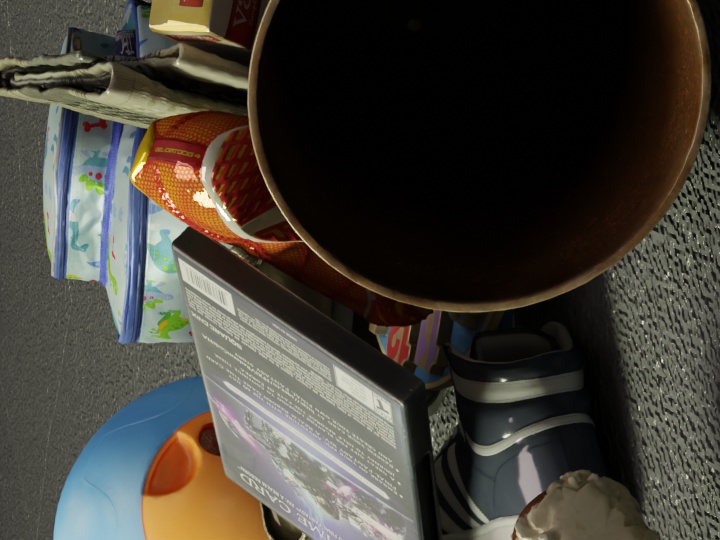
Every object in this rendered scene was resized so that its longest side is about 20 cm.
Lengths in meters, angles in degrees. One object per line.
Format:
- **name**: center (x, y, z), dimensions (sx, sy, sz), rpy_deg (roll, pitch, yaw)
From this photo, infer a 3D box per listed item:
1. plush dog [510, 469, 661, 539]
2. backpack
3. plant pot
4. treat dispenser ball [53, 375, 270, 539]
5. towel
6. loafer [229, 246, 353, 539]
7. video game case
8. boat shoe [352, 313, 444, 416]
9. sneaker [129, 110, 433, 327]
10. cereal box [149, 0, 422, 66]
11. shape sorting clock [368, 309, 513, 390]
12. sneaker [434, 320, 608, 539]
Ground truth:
- **plush dog**: center (0.127, 0.203, 1.038), dimensions (0.172, 0.159, 0.201), rpy_deg (81, -162, -48)
- **backpack**: center (-0.131, -0.054, 1.648), dimensions (0.201, 0.146, 0.184), rpy_deg (-100, 13, -46)
- **plant pot**: center (0.040, -0.107, 1.110), dimensions (0.200, 0.186, 0.188), rpy_deg (-102, 11, -68)
- **treat dispenser ball**: center (-0.084, 0.163, 1.538), dimensions (0.201, 0.200, 0.202), rpy_deg (173, 90, -73)
- **towel**: center (-0.065, -0.081, 1.246), dimensions (0.192, 0.199, 0.035), rpy_deg (11, 90, 64)
- **loafer**: center (-0.045, 0.062, 1.363), dimensions (0.075, 0.069, 0.201), rpy_deg (21, 119, 53)
- **video game case**: center (-0.021, 0.077, 1.219), dimensions (0.143, 0.019, 0.200), rpy_deg (33, 154, 26)
- **boat shoe**: center (0.000, 0.000, 1.419), dimensions (0.202, 0.071, 0.061), rpy_deg (-111, 18, -45)
- **sneaker**: center (-0.025, -0.029, 1.178), dimensions (0.077, 0.200, 0.073), rpy_deg (16, 79, 40)
- **cereal box**: center (-0.023, -0.159, 1.216), dimensions (0.039, 0.200, 0.145), rpy_deg (5, 84, 29)
- **shape sorting clock**: center (0.039, -0.040, 1.293), dimensions (0.200, 0.039, 0.201), rpy_deg (-178, 90, -70)
- **sneaker**: center (0.061, 0.086, 1.254), dimensions (0.200, 0.070, 0.109), rpy_deg (-18, 84, 66)
